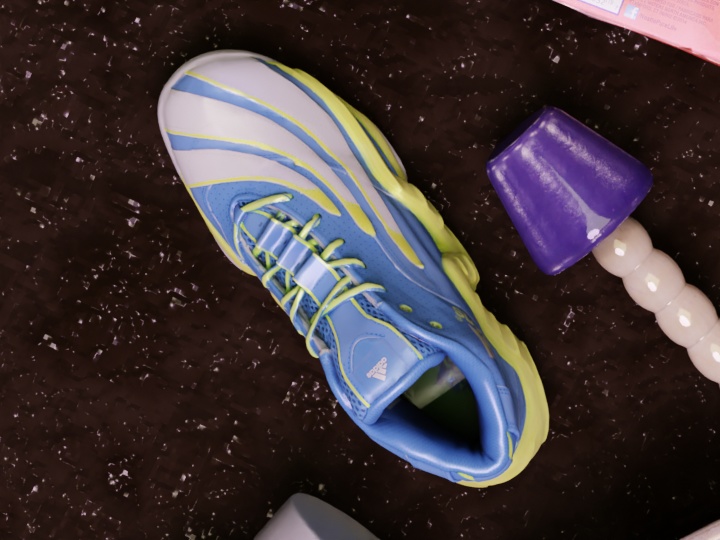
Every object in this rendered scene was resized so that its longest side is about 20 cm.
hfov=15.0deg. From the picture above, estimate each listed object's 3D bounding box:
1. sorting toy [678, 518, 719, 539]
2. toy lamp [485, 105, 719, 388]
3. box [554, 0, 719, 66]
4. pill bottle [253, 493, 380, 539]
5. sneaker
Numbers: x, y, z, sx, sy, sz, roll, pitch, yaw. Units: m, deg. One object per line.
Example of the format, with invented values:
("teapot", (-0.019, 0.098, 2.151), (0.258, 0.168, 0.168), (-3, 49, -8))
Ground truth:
("sorting toy", (0.164, 0.149, 1.031), (0.199, 0.037, 0.185), (-24, 128, 7))
("toy lamp", (0.125, 0.022, 1.035), (0.058, 0.058, 0.200), (-42, 94, 6))
("box", (0.168, -0.115, 0.996), (0.199, 0.095, 0.103), (20, 98, -2))
("pill bottle", (-0.056, 0.185, 1.034), (0.112, 0.112, 0.200), (39, 96, -4))
("sneaker", (0.000, 0.000, 1.010), (0.076, 0.105, 0.200), (-43, 95, 6))
